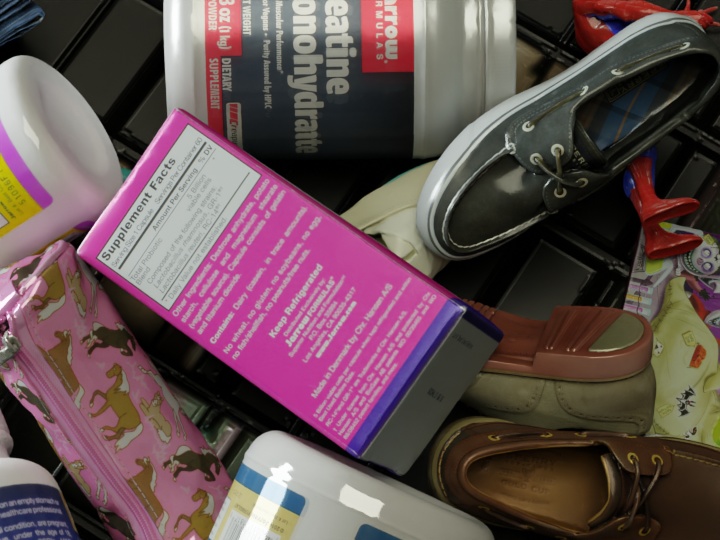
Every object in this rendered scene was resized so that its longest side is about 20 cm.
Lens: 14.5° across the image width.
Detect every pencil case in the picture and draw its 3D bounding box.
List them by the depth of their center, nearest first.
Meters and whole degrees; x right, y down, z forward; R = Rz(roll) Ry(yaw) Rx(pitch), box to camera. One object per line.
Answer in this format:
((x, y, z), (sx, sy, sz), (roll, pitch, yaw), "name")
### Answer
((-0.139, 0.083, 1.544), (0.086, 0.083, 0.200), (-41, 105, -28), "pencil case")

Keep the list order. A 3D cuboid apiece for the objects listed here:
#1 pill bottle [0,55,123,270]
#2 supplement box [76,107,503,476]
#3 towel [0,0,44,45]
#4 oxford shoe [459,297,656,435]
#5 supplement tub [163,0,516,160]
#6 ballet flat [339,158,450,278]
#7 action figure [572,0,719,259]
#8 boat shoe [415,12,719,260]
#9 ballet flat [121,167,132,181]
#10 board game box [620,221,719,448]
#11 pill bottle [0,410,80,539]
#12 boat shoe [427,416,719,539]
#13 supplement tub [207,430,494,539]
((-0.239, -0.028, 1.592), (0.200, 0.104, 0.104), (-32, 69, 15), "pill bottle")
((-0.038, 0.012, 1.534), (0.200, 0.101, 0.103), (36, 91, 18), "supplement box")
((-0.287, -0.118, 1.669), (0.200, 0.049, 0.112), (-44, 37, -17), "towel")
((0.071, 0.063, 1.598), (0.199, 0.074, 0.071), (5, 32, 26), "oxford shoe")
((-0.012, -0.134, 1.645), (0.199, 0.140, 0.141), (-1, 68, -1), "supplement tub")
((0.000, 0.000, 1.625), (0.200, 0.070, 0.070), (-28, 70, -7), "ballet flat")
((0.184, -0.112, 1.669), (0.099, 0.065, 0.201), (-16, 59, -2), "action figure")
((0.118, -0.074, 1.585), (0.200, 0.057, 0.069), (-38, 115, -2), "boat shoe")
((-0.159, -0.042, 1.657), (0.200, 0.070, 0.065), (30, 97, 14), "ballet flat")
((0.198, 0.075, 1.623), (0.120, 0.032, 0.201), (14, 68, 1), "board game box")
((-0.206, 0.169, 1.530), (0.119, 0.120, 0.200), (-21, 70, -9), "pill bottle")
((0.137, 0.123, 1.538), (0.199, 0.068, 0.072), (9, 90, -6), "boat shoe")
((-0.029, 0.200, 1.487), (0.144, 0.145, 0.201), (24, 88, 9), "supplement tub")
